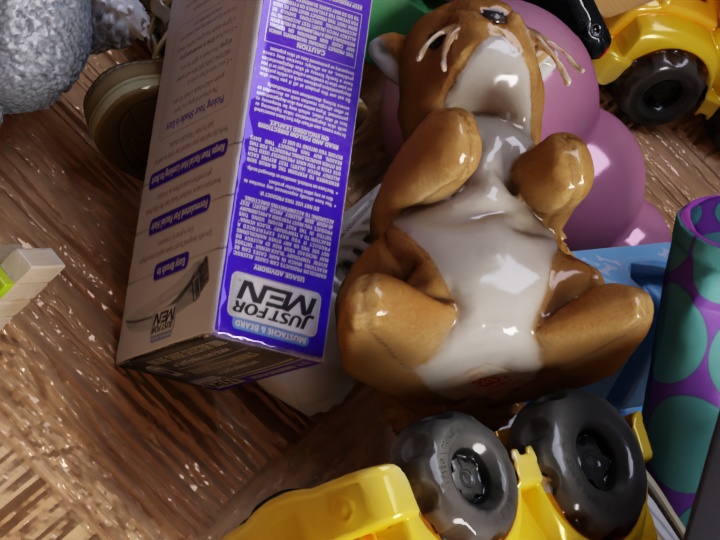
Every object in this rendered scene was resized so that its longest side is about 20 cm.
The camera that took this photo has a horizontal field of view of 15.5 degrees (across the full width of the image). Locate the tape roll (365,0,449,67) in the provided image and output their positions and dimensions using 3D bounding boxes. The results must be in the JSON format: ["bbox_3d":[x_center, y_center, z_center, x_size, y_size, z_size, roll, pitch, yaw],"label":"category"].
[{"bbox_3d":[-0.026,-0.206,1.520,0.200,0.048,0.201,45,18,-19],"label":"tape roll"}]

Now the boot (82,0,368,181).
[{"bbox_3d":[-0.099,-0.126,1.393,0.200,0.072,0.155,-5,56,-54],"label":"boot"}]

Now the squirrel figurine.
[{"bbox_3d":[0.048,-0.026,1.262,0.141,0.200,0.188,-2,64,-6],"label":"squirrel figurine"}]

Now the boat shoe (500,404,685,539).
[{"bbox_3d":[0.126,0.148,1.320,0.200,0.075,0.068,42,28,-4],"label":"boat shoe"}]

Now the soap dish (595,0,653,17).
[{"bbox_3d":[0.103,-0.250,1.640,0.157,0.081,0.200,46,-1,-42],"label":"soap dish"}]

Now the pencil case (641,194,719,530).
[{"bbox_3d":[0.191,0.067,1.366,0.092,0.201,0.085,9,17,-1],"label":"pencil case"}]

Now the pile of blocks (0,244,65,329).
[{"bbox_3d":[-0.209,0.012,1.121,0.062,0.082,0.200,48,35,7],"label":"pile of blocks"}]

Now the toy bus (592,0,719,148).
[{"bbox_3d":[0.248,-0.186,1.704,0.199,0.192,0.136,14,45,-33],"label":"toy bus"}]

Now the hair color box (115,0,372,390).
[{"bbox_3d":[-0.053,-0.052,1.244,0.065,0.109,0.201,16,73,-26],"label":"hair color box"}]

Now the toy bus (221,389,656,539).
[{"bbox_3d":[0.054,0.167,1.184,0.199,0.135,0.193,-5,73,-48],"label":"toy bus"}]

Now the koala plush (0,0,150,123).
[{"bbox_3d":[-0.199,-0.157,1.261,0.200,0.184,0.177,51,59,-11],"label":"koala plush"}]

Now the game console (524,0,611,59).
[{"bbox_3d":[0.060,-0.218,1.548,0.201,0.031,0.177,61,-13,-25],"label":"game console"}]

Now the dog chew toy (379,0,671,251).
[{"bbox_3d":[0.101,-0.053,1.478,0.200,0.124,0.125,51,31,-17],"label":"dog chew toy"}]

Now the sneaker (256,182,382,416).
[{"bbox_3d":[0.000,0.000,1.349,0.076,0.081,0.200,43,35,-3],"label":"sneaker"}]

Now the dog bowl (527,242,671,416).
[{"bbox_3d":[0.134,0.038,1.423,0.199,0.112,0.050,-5,40,-47],"label":"dog bowl"}]

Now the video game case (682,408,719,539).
[{"bbox_3d":[0.164,0.175,1.193,0.025,0.201,0.181,13,-12,22],"label":"video game case"}]
